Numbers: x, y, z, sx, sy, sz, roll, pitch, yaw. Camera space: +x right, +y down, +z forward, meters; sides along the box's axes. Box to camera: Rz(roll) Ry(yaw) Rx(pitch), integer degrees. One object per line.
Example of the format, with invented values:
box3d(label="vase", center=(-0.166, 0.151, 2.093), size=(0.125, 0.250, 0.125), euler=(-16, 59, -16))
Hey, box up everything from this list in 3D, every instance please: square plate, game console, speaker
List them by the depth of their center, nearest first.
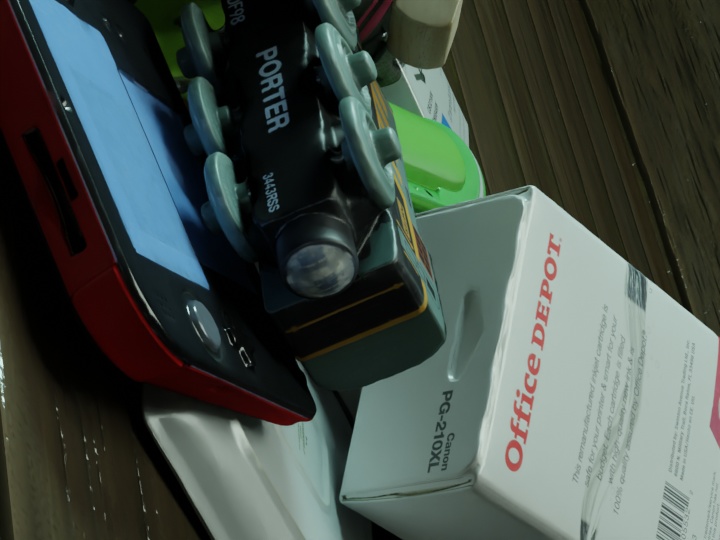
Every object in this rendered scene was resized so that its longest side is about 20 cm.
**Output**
box3d(label="game console", center=(-0.087, -0.039, 0.958), size=(0.177, 0.031, 0.201), euler=(24, 40, -65))
box3d(label="square plate", center=(-0.037, 0.074, 1.063), size=(0.200, 0.028, 0.199), euler=(-94, 160, -58))
box3d(label="speaker", center=(-0.003, -0.050, 1.260), size=(0.200, 0.088, 0.089), euler=(17, 51, -66))

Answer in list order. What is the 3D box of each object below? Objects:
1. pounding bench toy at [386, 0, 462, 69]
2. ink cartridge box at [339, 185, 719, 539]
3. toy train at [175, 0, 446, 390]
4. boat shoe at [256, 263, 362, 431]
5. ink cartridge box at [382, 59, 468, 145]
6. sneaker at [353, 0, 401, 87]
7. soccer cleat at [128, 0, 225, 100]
box3d(label="pounding bench toy", center=(0.014, -0.207, 1.094), size=(0.200, 0.156, 0.124), euler=(46, -16, 3))
box3d(label="ink cartridge box", center=(0.093, 0.074, 1.136), size=(0.200, 0.084, 0.146), euler=(35, 56, -39))
box3d(label="toy train", center=(-0.019, -0.045, 1.024), size=(0.201, 0.085, 0.114), euler=(-103, 167, -49))
box3d(label="boat shoe", center=(0.000, 0.000, 1.161), size=(0.075, 0.093, 0.201), euler=(34, -23, 47))
box3d(label="ink cartridge box", center=(-0.013, -0.130, 1.414), size=(0.146, 0.084, 0.201), euler=(-85, 152, -66))
box3d(label="sneaker", center=(-0.011, -0.126, 1.265), size=(0.199, 0.076, 0.084), euler=(-26, 114, -42))
box3d(label="soccer cleat", center=(-0.104, -0.163, 1.106), size=(0.200, 0.067, 0.081), euler=(58, 10, -34))
